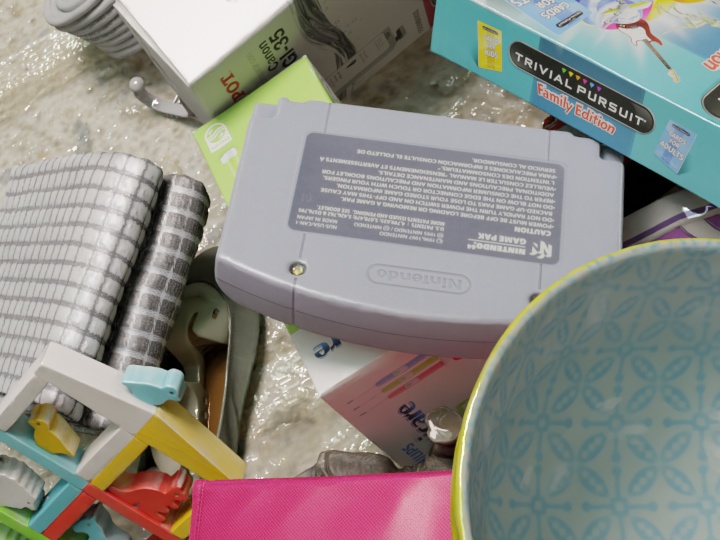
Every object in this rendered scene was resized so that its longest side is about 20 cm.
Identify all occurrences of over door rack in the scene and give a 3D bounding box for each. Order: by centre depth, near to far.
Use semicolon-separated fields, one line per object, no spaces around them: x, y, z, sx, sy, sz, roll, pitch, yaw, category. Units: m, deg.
-0.056;-0.162;0.980;0.199;0.067;0.149;21;77;32;over door rack

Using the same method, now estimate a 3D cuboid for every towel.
-0.179;0.019;0.906;0.199;0.085;0.167;-2;70;57;towel

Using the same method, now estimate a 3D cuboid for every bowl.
0.120;0.101;0.526;0.198;0.108;0.202;4;67;-8;bowl

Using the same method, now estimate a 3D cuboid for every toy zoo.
-0.155;0.117;0.808;0.200;0.131;0.021;-44;20;35;toy zoo

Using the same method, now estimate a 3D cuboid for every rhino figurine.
0.057;0.113;0.760;0.198;0.088;0.060;-5;60;8;rhino figurine

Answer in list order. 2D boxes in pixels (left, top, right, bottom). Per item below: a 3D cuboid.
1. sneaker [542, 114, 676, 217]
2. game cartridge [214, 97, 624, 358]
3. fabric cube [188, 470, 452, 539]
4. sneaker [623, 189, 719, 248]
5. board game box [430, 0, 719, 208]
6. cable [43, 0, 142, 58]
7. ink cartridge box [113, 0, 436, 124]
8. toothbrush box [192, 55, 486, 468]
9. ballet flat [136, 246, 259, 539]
0.130;-0.084;0.833;0.200;0.068;0.108;-30;53;-14;sneaker
0.032;-0.021;0.718;0.198;0.042;0.134;8;57;3;game cartridge
0.040;0.213;0.673;0.198;0.196;0.202;-6;64;24;fabric cube
0.218;0.008;0.765;0.199;0.072;0.115;-17;75;28;sneaker
0.162;-0.125;0.767;0.199;0.047;0.151;32;50;26;board game box
-0.149;-0.249;1.032;0.200;0.069;0.201;-42;34;24;cable
-0.032;-0.170;0.870;0.200;0.147;0.083;-40;70;-3;ink cartridge box
0.000;0.000;0.826;0.086;0.146;0.201;-32;56;7;toothbrush box
-0.103;0.066;0.892;0.067;0.064;0.202;-9;62;21;ballet flat
